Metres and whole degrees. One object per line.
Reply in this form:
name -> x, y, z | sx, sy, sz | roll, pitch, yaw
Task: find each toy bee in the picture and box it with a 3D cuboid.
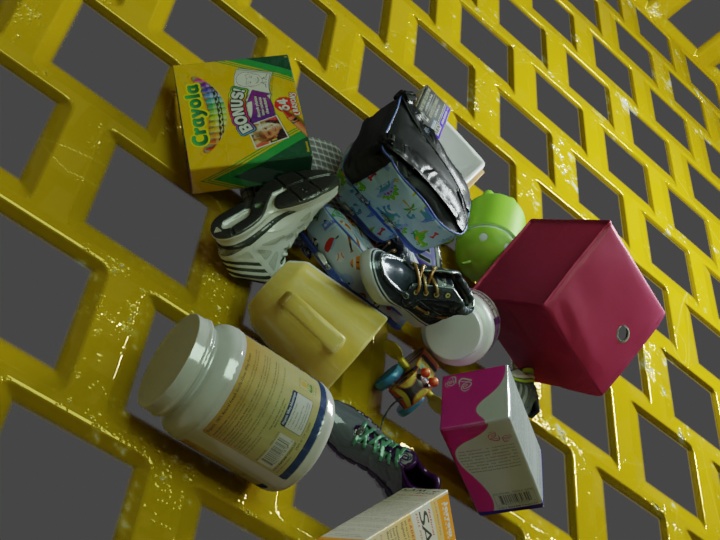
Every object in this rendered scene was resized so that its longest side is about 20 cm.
toy bee -> 0.079, 0.167, 1.570 | 0.131, 0.108, 0.201 | 38, 37, -23

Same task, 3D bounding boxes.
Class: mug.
mug -> -0.060, 0.060, 1.452 | 0.153, 0.187, 0.150 | 43, 53, 1

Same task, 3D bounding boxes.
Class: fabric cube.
fabric cube -> 0.336, 0.053, 1.799 | 0.196, 0.199, 0.200 | -46, 115, -21

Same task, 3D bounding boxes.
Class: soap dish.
soap dish -> 0.124, -0.188, 1.953 | 0.157, 0.081, 0.200 | 46, 35, 0

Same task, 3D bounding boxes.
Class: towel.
towel -> -0.089, -0.126, 1.654 | 0.199, 0.085, 0.167 | 12, 50, -44

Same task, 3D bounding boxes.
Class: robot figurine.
robot figurine -> 0.228, -0.056, 1.935 | 0.173, 0.117, 0.201 | 19, 39, 1

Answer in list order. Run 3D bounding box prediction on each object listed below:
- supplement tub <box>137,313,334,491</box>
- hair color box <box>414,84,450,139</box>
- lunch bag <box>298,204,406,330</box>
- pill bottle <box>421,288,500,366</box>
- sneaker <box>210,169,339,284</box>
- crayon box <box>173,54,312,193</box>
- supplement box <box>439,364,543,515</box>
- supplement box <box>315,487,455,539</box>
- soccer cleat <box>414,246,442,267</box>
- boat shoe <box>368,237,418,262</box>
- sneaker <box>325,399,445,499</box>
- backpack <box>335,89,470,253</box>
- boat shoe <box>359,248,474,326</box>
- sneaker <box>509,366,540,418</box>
supplement tub -> -0.144, 0.153, 1.287 | 0.199, 0.144, 0.145 | 35, 38, -24
hair color box -> 0.049, -0.198, 1.777 | 0.065, 0.200, 0.110 | 41, 35, -13
lunch bag -> 0.000, 0.000, 1.584 | 0.200, 0.076, 0.161 | 37, 11, -50
pill bottle -> 0.151, 0.085, 1.666 | 0.113, 0.112, 0.200 | 56, 10, 5
sneaker -> -0.110, -0.055, 1.525 | 0.199, 0.116, 0.076 | -30, 43, -22
crayon box -> -0.171, -0.213, 1.579 | 0.170, 0.059, 0.202 | -7, 56, -12
supplement box -> 0.188, 0.243, 1.564 | 0.104, 0.100, 0.201 | -83, 156, -46
supplement box -> 0.039, 0.357, 1.346 | 0.199, 0.073, 0.128 | -16, 97, -54
soccer cleat -> 0.079, -0.062, 1.826 | 0.072, 0.068, 0.202 | -7, 68, -23
boat shoe -> 0.036, -0.034, 1.723 | 0.090, 0.071, 0.202 | 28, 41, -40
sneaker -> 0.030, 0.233, 1.458 | 0.200, 0.087, 0.075 | 43, 52, -14
backpack -> 0.064, -0.127, 1.640 | 0.200, 0.146, 0.184 | 47, 35, -20
boat shoe -> 0.078, 0.015, 1.474 | 0.200, 0.090, 0.072 | 35, 46, -55
sneaker -> 0.229, 0.204, 1.747 | 0.199, 0.074, 0.082 | -5, 66, -49
